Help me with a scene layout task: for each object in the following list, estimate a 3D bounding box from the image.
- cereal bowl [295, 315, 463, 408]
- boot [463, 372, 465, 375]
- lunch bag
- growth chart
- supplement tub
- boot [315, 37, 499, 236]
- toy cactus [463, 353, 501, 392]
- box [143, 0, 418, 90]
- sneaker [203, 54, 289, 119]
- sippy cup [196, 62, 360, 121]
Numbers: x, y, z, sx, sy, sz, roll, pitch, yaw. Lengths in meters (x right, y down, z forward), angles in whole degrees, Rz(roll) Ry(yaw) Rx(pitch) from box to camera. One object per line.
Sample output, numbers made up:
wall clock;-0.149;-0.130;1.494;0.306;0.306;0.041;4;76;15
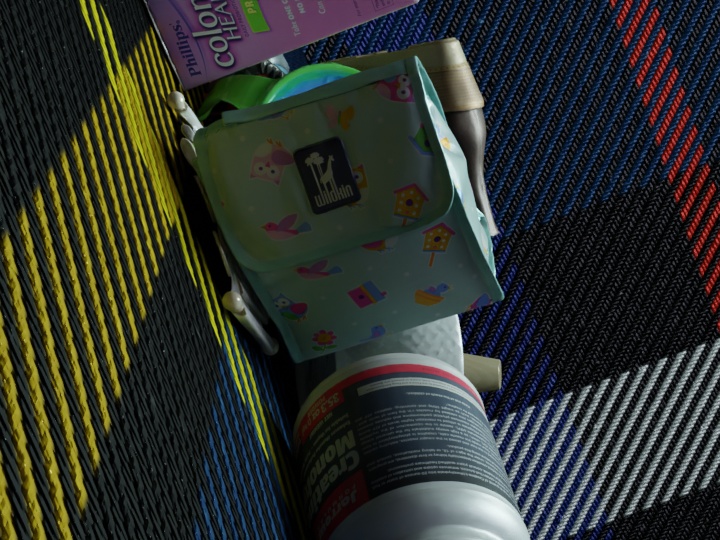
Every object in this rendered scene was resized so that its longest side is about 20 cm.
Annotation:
cereal bowl;0.004;0.080;1.336;0.200;0.083;0.200;180;-90;-68
boot;0.040;0.113;1.450;0.200;0.070;0.146;169;-77;-69
lunch bag;-0.008;-0.048;1.201;0.200;0.170;0.122;64;13;-44
growth chart;-0.099;-0.035;1.246;0.145;0.018;0.200;62;8;-61
supplement tub;0.034;0.164;1.154;0.200;0.140;0.140;-106;174;-53
boot;0.026;-0.098;1.424;0.200;0.072;0.167;-3;-80;49
toy cactus;0.062;0.116;1.781;0.200;0.165;0.102;10;80;-80
box;-0.070;-0.250;1.397;0.176;0.200;0.097;-102;170;-64
sneaker;-0.104;-0.179;1.482;0.200;0.079;0.096;164;-87;-84
sippy cup;-0.041;-0.081;1.380;0.178;0.140;0.130;67;-24;4
